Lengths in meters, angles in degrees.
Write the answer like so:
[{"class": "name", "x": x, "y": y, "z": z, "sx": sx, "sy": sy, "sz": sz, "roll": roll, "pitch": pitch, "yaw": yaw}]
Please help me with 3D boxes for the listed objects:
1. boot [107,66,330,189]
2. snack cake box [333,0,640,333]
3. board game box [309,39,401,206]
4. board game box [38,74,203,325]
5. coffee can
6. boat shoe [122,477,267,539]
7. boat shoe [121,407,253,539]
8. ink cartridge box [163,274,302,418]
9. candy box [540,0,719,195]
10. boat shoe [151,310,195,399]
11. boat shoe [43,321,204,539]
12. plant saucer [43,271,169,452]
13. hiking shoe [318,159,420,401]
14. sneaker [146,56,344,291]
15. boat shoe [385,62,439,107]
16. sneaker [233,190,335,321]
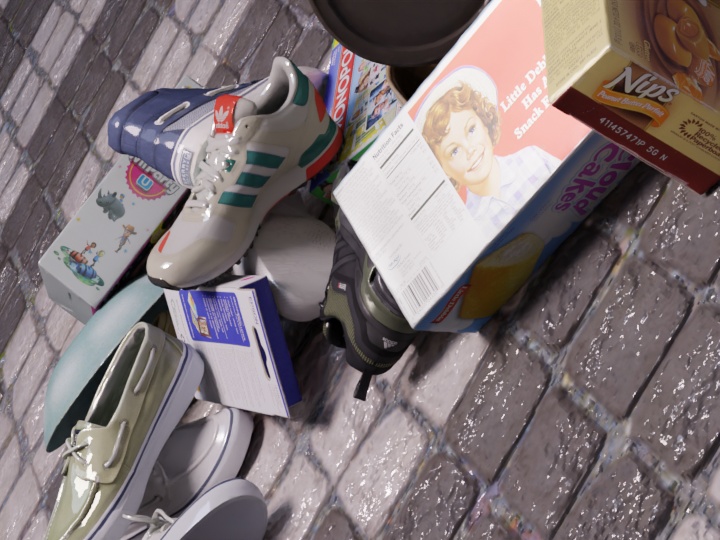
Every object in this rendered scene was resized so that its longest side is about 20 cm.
[{"class": "boot", "x": -0.106, "y": -0.126, "z": 1.493, "sx": 0.199, "sy": 0.090, "sz": 0.073, "roll": -29, "pitch": -44, "yaw": -52}, {"class": "snack cake box", "x": 0.083, "y": -0.070, "z": 1.156, "sx": 0.200, "sy": 0.067, "sz": 0.116, "roll": -48, "pitch": 56, "yaw": 30}, {"class": "board game box", "x": 0.020, "y": -0.163, "z": 1.471, "sx": 0.134, "sy": 0.029, "sz": 0.202, "roll": -36, "pitch": 36, "yaw": 43}, {"class": "board game box", "x": -0.184, "y": -0.052, "z": 1.603, "sx": 0.201, "sy": 0.064, "sz": 0.148, "roll": -55, "pitch": -1, "yaw": -12}, {"class": "coffee can", "x": 0.017, "y": -0.240, "z": 1.326, "sx": 0.147, "sy": 0.145, "sz": 0.200, "roll": -57, "pitch": 20, "yaw": 13}, {"class": "boat shoe", "x": -0.138, "y": 0.207, "z": 1.359, "sx": 0.203, "sy": 0.074, "sz": 0.086, "roll": -58, "pitch": 41, "yaw": 26}, {"class": "boat shoe", "x": -0.156, "y": 0.158, "z": 1.455, "sx": 0.200, "sy": 0.065, "sz": 0.074, "roll": -42, "pitch": 31, "yaw": 38}, {"class": "ink cartridge box", "x": -0.089, "y": 0.052, "z": 1.394, "sx": 0.200, "sy": 0.037, "sz": 0.096, "roll": 3, "pitch": 110, "yaw": 68}, {"class": "candy box", "x": 0.160, "y": -0.151, "z": 1.081, "sx": 0.055, "sy": 0.115, "sz": 0.201, "roll": -42, "pitch": 32, "yaw": 35}, {"class": "boat shoe", "x": -0.190, "y": 0.109, "z": 1.572, "sx": 0.201, "sy": 0.063, "sz": 0.074, "roll": -46, "pitch": 30, "yaw": 33}, {"class": "boat shoe", "x": -0.188, "y": 0.132, "z": 1.400, "sx": 0.072, "sy": 0.062, "sz": 0.201, "roll": -2, "pitch": 56, "yaw": 53}, {"class": "plant saucer", "x": -0.206, "y": 0.061, "z": 1.571, "sx": 0.201, "sy": 0.039, "sz": 0.201, "roll": -51, "pitch": -4, "yaw": -5}, {"class": "hiking shoe", "x": 0.000, "y": 0.000, "z": 1.293, "sx": 0.101, "sy": 0.075, "sz": 0.201, "roll": -57, "pitch": 18, "yaw": 23}, {"class": "sneaker", "x": -0.098, "y": -0.075, "z": 1.389, "sx": 0.070, "sy": 0.094, "sz": 0.200, "roll": 14, "pitch": 51, "yaw": 45}, {"class": "boat shoe", "x": 0.068, "y": -0.103, "z": 1.273, "sx": 0.072, "sy": 0.064, "sz": 0.200, "roll": -60, "pitch": 26, "yaw": 6}, {"class": "sneaker", "x": -0.064, "y": -0.001, "z": 1.448, "sx": 0.200, "sy": 0.074, "sz": 0.089, "roll": -116, "pitch": 37, "yaw": -57}]
